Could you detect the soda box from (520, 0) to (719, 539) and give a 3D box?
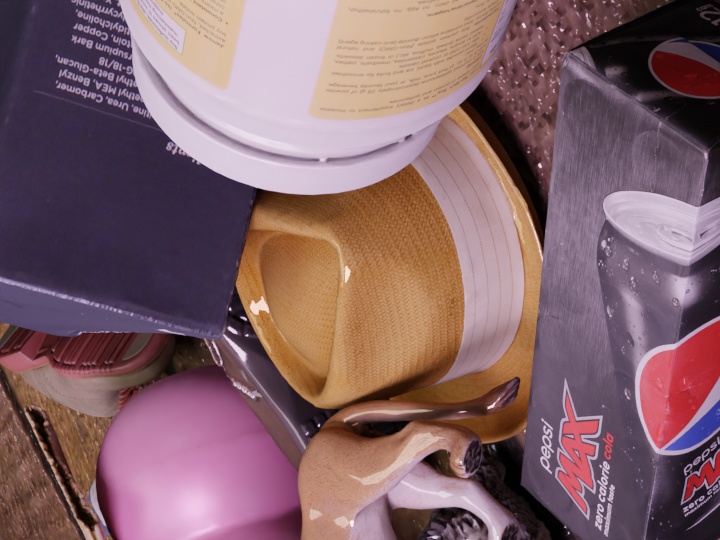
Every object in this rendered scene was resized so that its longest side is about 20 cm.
[{"bbox_3d":[0.105,0.012,0.624,0.071,0.063,0.200,42,145,38],"label":"soda box"}]

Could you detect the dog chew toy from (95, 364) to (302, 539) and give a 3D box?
[{"bbox_3d":[-0.063,0.153,0.948,0.125,0.124,0.200,128,128,-60],"label":"dog chew toy"}]

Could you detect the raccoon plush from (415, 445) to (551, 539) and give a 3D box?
[{"bbox_3d":[0.002,0.162,0.818,0.097,0.199,0.134,-109,7,-64],"label":"raccoon plush"}]

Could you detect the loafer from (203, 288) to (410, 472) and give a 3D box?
[{"bbox_3d":[-0.047,0.034,0.903,0.200,0.073,0.071,62,153,7],"label":"loafer"}]

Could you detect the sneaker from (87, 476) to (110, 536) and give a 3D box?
[{"bbox_3d":[-0.098,0.148,1.096,0.077,0.085,0.200,36,-177,-31],"label":"sneaker"}]

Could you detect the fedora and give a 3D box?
[{"bbox_3d":[0.000,0.000,0.779,0.201,0.082,0.201,41,144,38],"label":"fedora"}]

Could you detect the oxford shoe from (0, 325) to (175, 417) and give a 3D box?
[{"bbox_3d":[-0.158,0.055,1.153,0.075,0.071,0.200,46,159,-23],"label":"oxford shoe"}]

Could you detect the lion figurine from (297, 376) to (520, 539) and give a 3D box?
[{"bbox_3d":[-0.005,0.126,0.760,0.122,0.072,0.201,17,90,37],"label":"lion figurine"}]

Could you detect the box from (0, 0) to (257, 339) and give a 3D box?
[{"bbox_3d":[-0.127,-0.078,0.810,0.197,0.117,0.201,-4,72,61],"label":"box"}]

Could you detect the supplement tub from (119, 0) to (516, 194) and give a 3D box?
[{"bbox_3d":[-0.008,-0.133,0.616,0.146,0.145,0.200,53,151,22],"label":"supplement tub"}]

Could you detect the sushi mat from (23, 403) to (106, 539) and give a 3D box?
[{"bbox_3d":[-0.138,0.162,0.995,0.096,0.012,0.200,56,165,41],"label":"sushi mat"}]
